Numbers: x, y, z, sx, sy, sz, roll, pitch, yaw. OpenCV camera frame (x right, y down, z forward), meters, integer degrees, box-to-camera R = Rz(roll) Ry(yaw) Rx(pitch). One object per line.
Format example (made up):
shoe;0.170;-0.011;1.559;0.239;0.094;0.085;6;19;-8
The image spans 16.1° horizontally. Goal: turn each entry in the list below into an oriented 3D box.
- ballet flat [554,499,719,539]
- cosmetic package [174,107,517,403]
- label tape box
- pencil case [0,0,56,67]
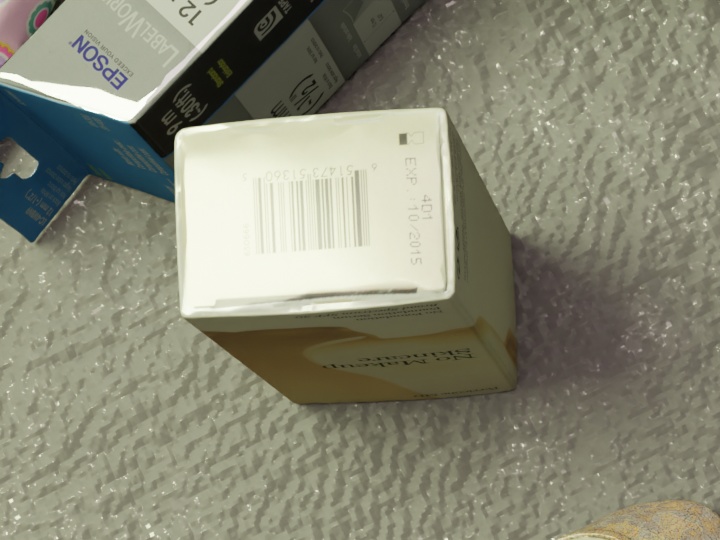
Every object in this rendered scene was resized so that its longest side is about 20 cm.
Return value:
ballet flat;0.060;0.152;1.009;0.199;0.067;0.068;-33;74;2
cosmetic package;0.000;0.000;0.986;0.104;0.200;0.072;-5;77;11
label tape box;-0.070;-0.083;1.048;0.066;0.143;0.200;41;87;17
pencil case;-0.169;-0.135;1.111;0.087;0.087;0.201;27;84;15
